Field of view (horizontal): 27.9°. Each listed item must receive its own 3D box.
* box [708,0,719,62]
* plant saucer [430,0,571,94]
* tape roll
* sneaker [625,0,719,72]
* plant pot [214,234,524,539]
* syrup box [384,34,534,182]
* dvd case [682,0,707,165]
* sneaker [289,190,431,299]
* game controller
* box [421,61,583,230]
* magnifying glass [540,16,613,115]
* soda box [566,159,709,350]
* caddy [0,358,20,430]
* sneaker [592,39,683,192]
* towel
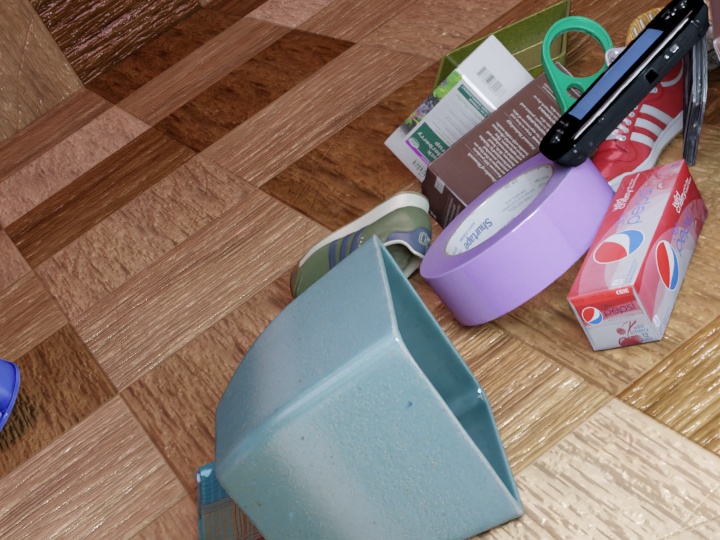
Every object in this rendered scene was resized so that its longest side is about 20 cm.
[{"bbox_3d":[0.444,-0.212,1.342,0.199,0.165,0.166,-21,24,22],"label":"box"},{"bbox_3d":[0.193,-0.265,1.911,0.198,0.048,0.200,-22,24,22],"label":"plant saucer"},{"bbox_3d":[0.154,-0.037,1.422,0.200,0.066,0.200,-39,13,11],"label":"tape roll"},{"bbox_3d":[0.393,-0.259,1.618,0.198,0.088,0.076,-8,61,2],"label":"sneaker"},{"bbox_3d":[-0.011,0.130,1.194,0.199,0.197,0.196,-31,23,10],"label":"plant pot"},{"bbox_3d":[0.115,-0.185,1.716,0.081,0.079,0.200,-46,2,-33],"label":"syrup box"},{"bbox_3d":[0.332,-0.225,1.436,0.016,0.149,0.202,2,71,9],"label":"dvd case"},{"bbox_3d":[0.000,0.000,1.592,0.200,0.067,0.090,-35,43,26],"label":"sneaker"},{"bbox_3d":[0.243,-0.178,1.351,0.200,0.042,0.104,-46,19,7],"label":"game controller"},{"bbox_3d":[0.162,-0.129,1.593,0.199,0.075,0.100,-38,-15,-15],"label":"box"},{"bbox_3d":[0.230,-0.183,1.557,0.079,0.022,0.202,8,67,-1],"label":"magnifying glass"},{"bbox_3d":[0.255,-0.017,1.315,0.070,0.064,0.200,-14,29,35],"label":"soda box"},{"bbox_3d":[-0.506,0.168,1.848,0.199,0.105,0.142,8,68,56],"label":"caddy"},{"bbox_3d":[0.280,-0.168,1.523,0.071,0.113,0.200,2,40,52],"label":"sneaker"},{"bbox_3d":[-0.089,0.207,1.349,0.146,0.022,0.200,-30,23,5],"label":"towel"}]
